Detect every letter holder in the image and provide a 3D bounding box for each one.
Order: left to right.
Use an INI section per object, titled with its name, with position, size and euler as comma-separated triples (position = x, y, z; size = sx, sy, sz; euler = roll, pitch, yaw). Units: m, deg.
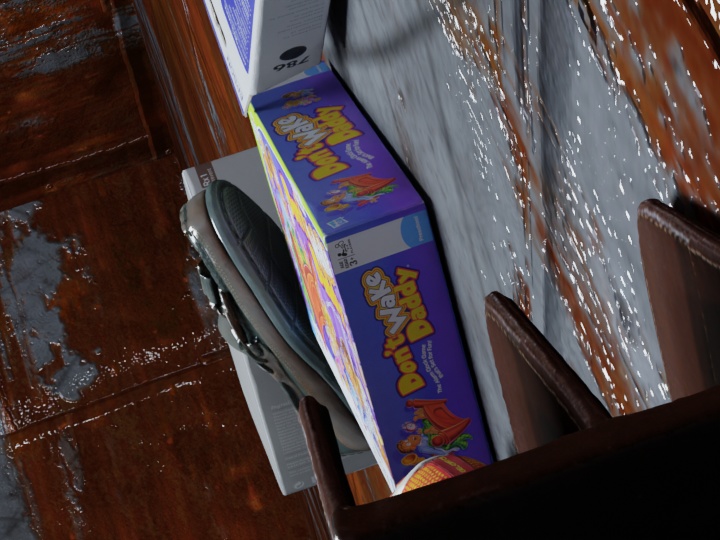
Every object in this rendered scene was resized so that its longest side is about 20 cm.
[letter holder]
position = 0.059, 0.102, 0.404
size = 0.142, 0.100, 0.202
euler = -122, 15, -73

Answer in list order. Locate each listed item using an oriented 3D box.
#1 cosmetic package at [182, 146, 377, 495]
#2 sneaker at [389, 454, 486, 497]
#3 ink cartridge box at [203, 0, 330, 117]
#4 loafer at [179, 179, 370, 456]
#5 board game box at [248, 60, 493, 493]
[cosmetic package]
position = -0.040, 0.028, 1.166
size = 0.201, 0.089, 0.107
euler = 83, 168, -49
[sneaker]
position = 0.058, 0.173, 0.771
size = 0.202, 0.072, 0.077
euler = 70, 164, -10
[ink cartridge box]
position = -0.045, -0.149, 0.835
size = 0.200, 0.039, 0.100
euler = 113, 138, -73
[loafer]
position = -0.045, 0.037, 1.042
size = 0.200, 0.062, 0.072
euler = 52, -159, -36
[board game box]
position = 0.000, 0.000, 0.890
size = 0.200, 0.044, 0.136
euler = -120, 13, -64
